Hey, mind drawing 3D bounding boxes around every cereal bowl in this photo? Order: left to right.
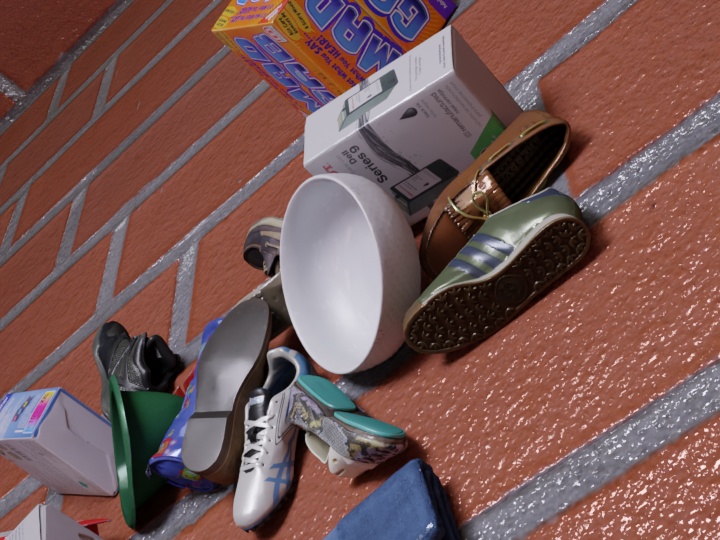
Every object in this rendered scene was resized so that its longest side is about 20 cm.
[{"bbox_3d":[0.000,0.000,1.265,0.199,0.082,0.203,20,114,56],"label":"cereal bowl"}]

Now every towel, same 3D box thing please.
[{"bbox_3d":[-0.002,0.253,1.049,0.200,0.048,0.112,-43,28,16],"label":"towel"}]

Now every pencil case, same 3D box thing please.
[{"bbox_3d":[-0.169,0.153,1.401,0.087,0.077,0.202,-44,22,52],"label":"pencil case"}]

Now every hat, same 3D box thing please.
[{"bbox_3d":[-0.196,0.185,1.458,0.165,0.174,0.203,-168,72,-72],"label":"hat"}]

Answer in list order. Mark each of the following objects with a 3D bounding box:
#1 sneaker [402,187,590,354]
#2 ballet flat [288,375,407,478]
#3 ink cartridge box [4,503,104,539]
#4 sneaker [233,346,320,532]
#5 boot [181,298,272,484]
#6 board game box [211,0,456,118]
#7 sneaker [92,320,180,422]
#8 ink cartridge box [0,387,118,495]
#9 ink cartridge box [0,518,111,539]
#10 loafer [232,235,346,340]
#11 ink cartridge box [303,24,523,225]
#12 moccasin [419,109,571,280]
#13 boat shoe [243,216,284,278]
[{"bbox_3d":[0.124,-0.004,1.166,0.199,0.067,0.090,-36,26,21],"label":"sneaker"},{"bbox_3d":[-0.014,0.157,1.186,0.072,0.072,0.200,-53,27,-6],"label":"ballet flat"},{"bbox_3d":[-0.345,0.369,1.322,0.200,0.145,0.084,-46,28,8],"label":"ink cartridge box"},{"bbox_3d":[-0.096,0.169,1.275,0.071,0.072,0.202,-22,40,40],"label":"sneaker"},{"bbox_3d":[-0.131,0.130,1.342,0.073,0.075,0.202,1,65,33],"label":"boot"},{"bbox_3d":[-0.037,-0.337,1.676,0.201,0.199,0.199,-57,28,-12],"label":"board game box"},{"bbox_3d":[-0.291,0.113,1.645,0.114,0.076,0.200,-43,31,10],"label":"sneaker"},{"bbox_3d":[-0.390,0.219,1.590,0.199,0.136,0.077,-13,43,50],"label":"ink cartridge box"},{"bbox_3d":[-0.376,0.330,1.438,0.199,0.115,0.068,-18,80,48],"label":"ink cartridge box"},{"bbox_3d":[-0.054,0.012,1.390,0.198,0.076,0.068,-28,7,15],"label":"loafer"},{"bbox_3d":[0.058,-0.139,1.323,0.199,0.146,0.085,-29,37,27],"label":"ink cartridge box"},{"bbox_3d":[0.134,-0.070,1.230,0.201,0.074,0.078,-44,18,-6],"label":"moccasin"},{"bbox_3d":[-0.090,-0.018,1.497,0.199,0.074,0.074,-12,48,57],"label":"boat shoe"}]
